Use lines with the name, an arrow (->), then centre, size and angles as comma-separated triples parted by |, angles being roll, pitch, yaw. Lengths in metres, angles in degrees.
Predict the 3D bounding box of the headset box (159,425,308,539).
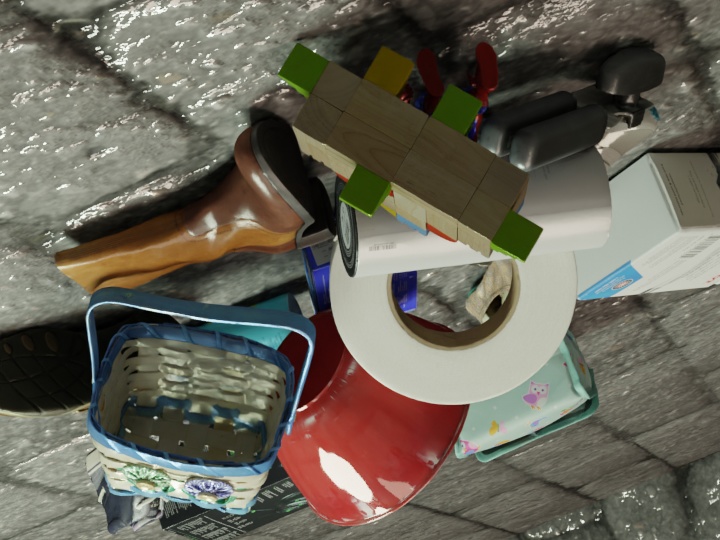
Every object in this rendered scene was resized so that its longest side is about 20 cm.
headset box -> -0.118, 0.223, 1.976 | 0.198, 0.093, 0.174 | -23, 161, 9

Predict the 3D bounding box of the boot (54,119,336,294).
boot -> -0.131, -0.042, 1.296 | 0.198, 0.069, 0.188 | -14, 170, 6

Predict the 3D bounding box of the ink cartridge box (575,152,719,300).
ink cartridge box -> 0.304, -0.043, 1.676 | 0.199, 0.087, 0.146 | -6, 157, -41

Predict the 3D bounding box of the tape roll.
tape roll -> 0.072, 0.007, 1.403 | 0.201, 0.204, 0.037 | -22, -164, 7

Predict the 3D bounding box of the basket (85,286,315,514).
basket -> -0.128, 0.097, 1.397 | 0.174, 0.140, 0.201 | 9, 131, 1

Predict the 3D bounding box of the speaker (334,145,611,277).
speaker -> 0.085, -0.046, 1.314 | 0.198, 0.082, 0.081 | -7, 160, -11

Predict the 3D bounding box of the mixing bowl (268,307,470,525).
mixing bowl -> -0.013, 0.104, 1.513 | 0.199, 0.201, 0.108 | -30, 128, 29

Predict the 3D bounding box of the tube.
tube -> -0.148, 0.074, 1.603 | 0.198, 0.051, 0.077 | -18, 158, 9

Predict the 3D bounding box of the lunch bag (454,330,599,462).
lunch bag -> 0.178, 0.135, 2.002 | 0.169, 0.123, 0.200 | -25, 170, 9

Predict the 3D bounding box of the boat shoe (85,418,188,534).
boat shoe -> -0.212, 0.202, 1.817 | 0.074, 0.093, 0.200 | -6, 157, -37

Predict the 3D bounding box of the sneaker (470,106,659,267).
sneaker -> 0.159, -0.074, 1.441 | 0.199, 0.081, 0.076 | -28, 159, 20

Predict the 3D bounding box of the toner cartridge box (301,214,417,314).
toner cartridge box -> 0.000, 0.000, 1.544 | 0.094, 0.044, 0.200 | -17, 162, -5

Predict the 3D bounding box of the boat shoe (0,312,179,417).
boat shoe -> -0.241, 0.090, 1.500 | 0.198, 0.076, 0.074 | -8, 162, -31

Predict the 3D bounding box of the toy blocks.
toy blocks -> 0.036, -0.067, 1.195 | 0.100, 0.199, 0.137 | -59, 173, -6

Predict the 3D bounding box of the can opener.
can opener -> 0.157, -0.122, 1.307 | 0.199, 0.052, 0.067 | -28, 133, -48

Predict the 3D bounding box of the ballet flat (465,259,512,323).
ballet flat -> 0.146, 0.029, 1.745 | 0.067, 0.068, 0.200 | -17, 162, -8

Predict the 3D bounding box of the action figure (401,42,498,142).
action figure -> 0.060, -0.115, 1.272 | 0.065, 0.052, 0.200 | -12, 166, -7
